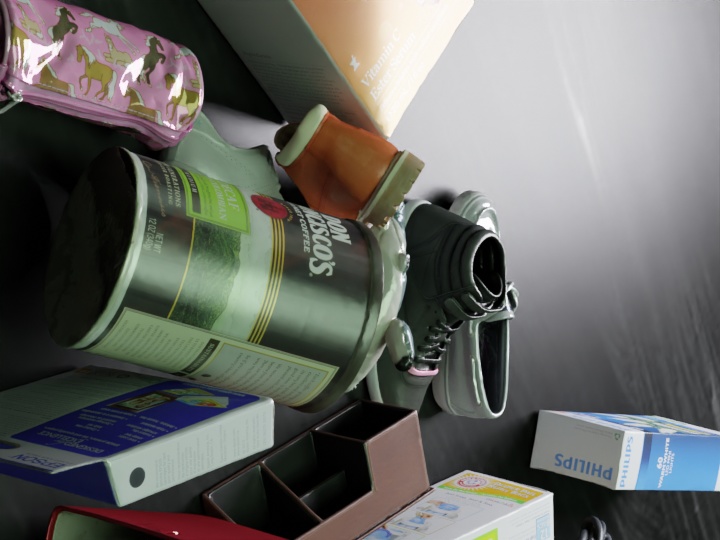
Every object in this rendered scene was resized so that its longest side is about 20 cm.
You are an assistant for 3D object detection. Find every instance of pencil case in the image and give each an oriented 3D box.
[{"bbox_3d":[-0.197,-0.139,1.511,0.200,0.083,0.087,11,89,-50],"label":"pencil case"}]

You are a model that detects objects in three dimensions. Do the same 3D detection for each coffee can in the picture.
[{"bbox_3d":[-0.105,0.009,1.555,0.200,0.146,0.147,17,86,-28],"label":"coffee can"}]

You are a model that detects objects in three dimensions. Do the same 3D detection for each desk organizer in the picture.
[{"bbox_3d":[-0.034,0.182,1.782,0.200,0.072,0.077,-29,117,-42],"label":"desk organizer"}]

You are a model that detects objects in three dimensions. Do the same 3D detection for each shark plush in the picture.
[{"bbox_3d":[0.000,0.000,1.795,0.083,0.091,0.201,113,-20,-83],"label":"shark plush"}]

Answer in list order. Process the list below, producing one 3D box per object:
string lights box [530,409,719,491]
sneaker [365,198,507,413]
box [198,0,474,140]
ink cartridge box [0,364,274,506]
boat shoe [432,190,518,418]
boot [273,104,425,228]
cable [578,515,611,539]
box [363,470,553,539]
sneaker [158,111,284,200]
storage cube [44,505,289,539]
[{"bbox_3d":[0.264,0.175,2.095,0.200,0.103,0.059,8,93,-50],"label":"string lights box"},{"bbox_3d":[0.067,0.045,1.843,0.071,0.099,0.201,4,97,-51],"label":"sneaker"},{"bbox_3d":[-0.026,-0.223,1.669,0.152,0.106,0.200,-58,136,-22],"label":"box"},{"bbox_3d":[-0.196,0.114,1.484,0.200,0.198,0.044,-15,106,-45],"label":"ink cartridge box"},{"bbox_3d":[0.106,0.033,1.907,0.072,0.068,0.201,1,98,-49],"label":"boat shoe"},{"bbox_3d":[-0.021,-0.078,1.695,0.107,0.200,0.075,31,76,-4],"label":"boot"},{"bbox_3d":[0.184,0.310,2.034,0.163,0.051,0.200,-47,162,-16],"label":"cable"},{"bbox_3d":[0.071,0.260,1.894,0.200,0.101,0.113,-19,112,-45],"label":"box"},{"bbox_3d":[-0.080,-0.051,1.681,0.200,0.075,0.089,44,53,-44],"label":"sneaker"},{"bbox_3d":[-0.124,0.275,1.609,0.180,0.200,0.171,13,88,-56],"label":"storage cube"}]
